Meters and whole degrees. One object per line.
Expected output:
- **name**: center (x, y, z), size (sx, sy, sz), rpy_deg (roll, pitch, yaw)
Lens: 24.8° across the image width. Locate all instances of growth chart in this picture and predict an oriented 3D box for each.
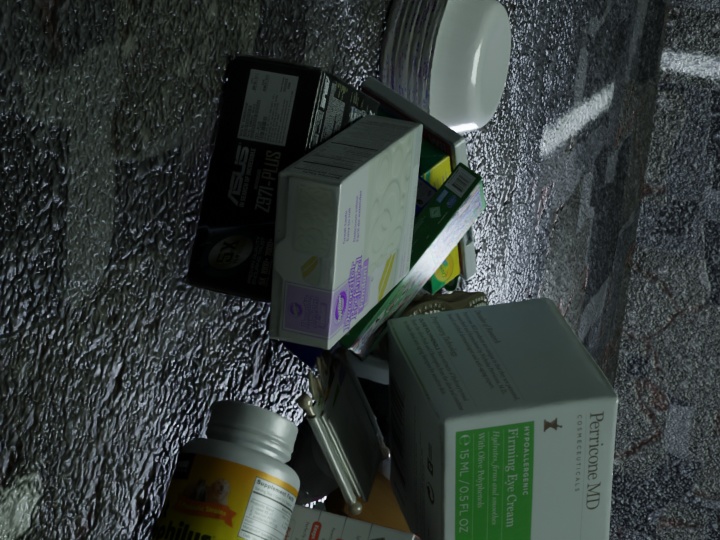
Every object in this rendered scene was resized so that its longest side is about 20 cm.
- **growth chart**: center (-0.014, 0.143, 1.548), size (0.200, 0.018, 0.145), rpy_deg (-55, 124, -74)

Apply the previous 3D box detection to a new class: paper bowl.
- **paper bowl**: center (0.099, -0.232, 1.800), size (0.201, 0.104, 0.202), rpy_deg (13, 90, -71)

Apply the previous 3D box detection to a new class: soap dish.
- **soap dish**: center (0.038, 0.273, 1.756), size (0.081, 0.157, 0.200), rpy_deg (-48, -179, -12)

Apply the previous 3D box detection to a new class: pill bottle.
- **pill bottle**: center (-0.118, 0.218, 1.402), size (0.109, 0.109, 0.201), rpy_deg (59, 45, -64)

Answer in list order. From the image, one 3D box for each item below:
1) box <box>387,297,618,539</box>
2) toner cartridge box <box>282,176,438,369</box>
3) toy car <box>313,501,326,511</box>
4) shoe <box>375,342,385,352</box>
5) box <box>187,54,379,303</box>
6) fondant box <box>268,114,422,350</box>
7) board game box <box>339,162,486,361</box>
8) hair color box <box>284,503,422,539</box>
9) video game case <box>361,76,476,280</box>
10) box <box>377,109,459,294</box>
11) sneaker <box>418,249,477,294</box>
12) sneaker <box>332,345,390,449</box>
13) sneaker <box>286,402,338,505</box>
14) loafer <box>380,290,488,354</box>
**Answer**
- **box**: center (0.128, 0.163, 1.544), size (0.200, 0.170, 0.200), rpy_deg (-118, -156, -60)
- **toner cartridge box**: center (0.000, 0.000, 1.581), size (0.095, 0.043, 0.200), rpy_deg (-40, 165, -48)
- **toy car**: center (-0.048, 0.328, 1.638), size (0.164, 0.157, 0.200), rpy_deg (-54, 141, -32)
- **shoe**: center (0.014, 0.030, 1.738), size (0.070, 0.053, 0.201), rpy_deg (-53, 157, -42)
- **box**: center (-0.064, -0.072, 1.429), size (0.164, 0.086, 0.201), rpy_deg (12, 90, -72)
- **fondant box**: center (-0.010, -0.037, 1.382), size (0.200, 0.058, 0.145), rpy_deg (-40, 138, -61)
- **board game box**: center (0.047, -0.004, 1.564), size (0.200, 0.029, 0.135), rpy_deg (-52, 171, -3)
- **hair color box**: center (-0.051, 0.273, 1.490), size (0.064, 0.199, 0.111), rpy_deg (46, 58, -68)
- **video game case**: center (0.062, -0.095, 1.723), size (0.017, 0.143, 0.200), rpy_deg (-36, 142, -23)
- **box**: center (0.046, -0.063, 1.717), size (0.048, 0.117, 0.200), rpy_deg (-37, 142, -22)
- **sneaker**: center (0.049, 0.041, 1.875), size (0.200, 0.080, 0.074), rpy_deg (-50, 152, -22)
- **sneaker**: center (0.024, 0.148, 1.738), size (0.199, 0.073, 0.112), rpy_deg (15, 104, -40)
- **sneaker**: center (-0.045, 0.183, 1.665), size (0.088, 0.081, 0.200), rpy_deg (-36, 180, 7)
- **loafer**: center (0.072, 0.062, 1.767), size (0.200, 0.067, 0.076), rpy_deg (-7, 96, -59)
